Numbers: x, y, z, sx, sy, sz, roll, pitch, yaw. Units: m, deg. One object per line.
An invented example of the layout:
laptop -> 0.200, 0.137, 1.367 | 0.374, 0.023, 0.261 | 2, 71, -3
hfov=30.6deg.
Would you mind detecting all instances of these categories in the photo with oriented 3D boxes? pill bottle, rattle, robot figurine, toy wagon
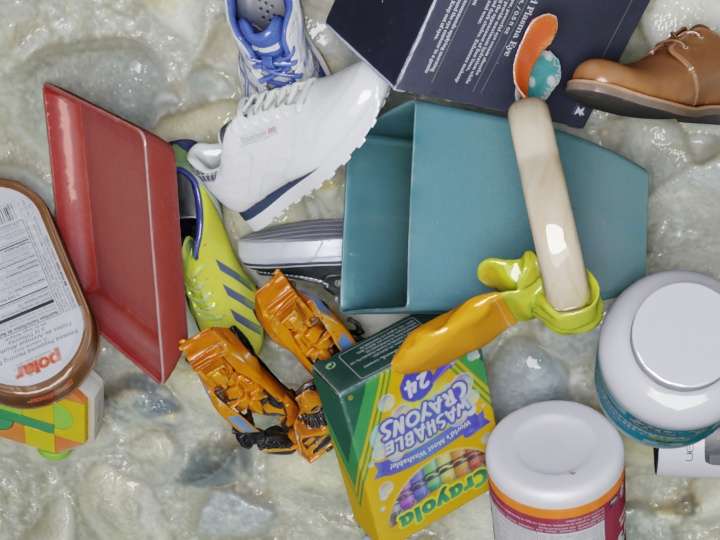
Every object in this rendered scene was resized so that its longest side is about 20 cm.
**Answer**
pill bottle -> 0.224, 0.064, 0.939 | 0.110, 0.200, 0.111 | -2, 76, 9
rattle -> 0.079, -0.049, 0.854 | 0.142, 0.130, 0.201 | -14, 92, 25
robot figurine -> -0.055, 0.088, 1.056 | 0.145, 0.058, 0.200 | -36, 139, 2
pill bottle -> 0.163, 0.212, 1.077 | 0.109, 0.110, 0.201 | -2, 128, 10
toy wagon -> -0.320, 0.094, 1.136 | 0.199, 0.040, 0.155 | 16, 136, 3

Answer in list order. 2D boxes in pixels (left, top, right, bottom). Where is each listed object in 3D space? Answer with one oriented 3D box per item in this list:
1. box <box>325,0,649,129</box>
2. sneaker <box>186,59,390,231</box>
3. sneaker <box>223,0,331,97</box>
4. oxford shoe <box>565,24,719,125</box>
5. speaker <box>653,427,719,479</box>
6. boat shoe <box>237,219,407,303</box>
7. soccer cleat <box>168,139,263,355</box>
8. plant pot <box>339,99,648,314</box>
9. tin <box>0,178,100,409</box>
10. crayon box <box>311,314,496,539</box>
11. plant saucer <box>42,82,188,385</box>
box -> 0.106, -0.217, 0.893 | 0.182, 0.104, 0.200 | 7, 120, -38
sneaker -> -0.053, -0.101, 0.965 | 0.080, 0.076, 0.200 | 42, 134, -13
sneaker -> -0.070, -0.166, 0.998 | 0.075, 0.088, 0.201 | -12, 110, 11
oxford shoe -> 0.219, -0.140, 0.931 | 0.071, 0.199, 0.072 | 15, 103, 48
speaker -> 0.334, 0.129, 1.052 | 0.199, 0.081, 0.082 | 2, 111, 9
boat shoe -> 0.000, 0.000, 1.059 | 0.199, 0.072, 0.071 | 1, 107, 7
soccer cleat -> -0.132, -0.007, 1.070 | 0.064, 0.084, 0.201 | -9, 109, 17
plant pot -> 0.102, -0.034, 0.968 | 0.199, 0.141, 0.142 | 4, 86, -20
tin -> -0.287, 0.016, 1.070 | 0.112, 0.042, 0.200 | -24, 71, -8
crayon box -> 0.046, 0.137, 1.061 | 0.125, 0.052, 0.201 | -27, 126, -19
plant saucer -> -0.190, -0.036, 1.040 | 0.037, 0.199, 0.201 | -13, 114, -31
